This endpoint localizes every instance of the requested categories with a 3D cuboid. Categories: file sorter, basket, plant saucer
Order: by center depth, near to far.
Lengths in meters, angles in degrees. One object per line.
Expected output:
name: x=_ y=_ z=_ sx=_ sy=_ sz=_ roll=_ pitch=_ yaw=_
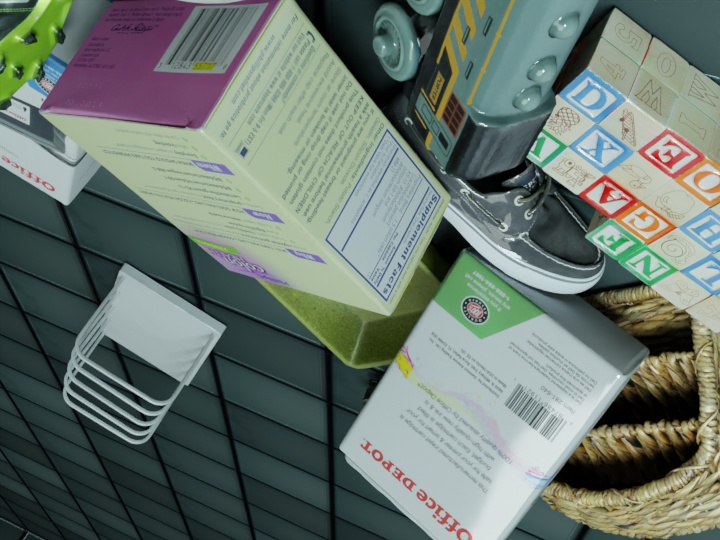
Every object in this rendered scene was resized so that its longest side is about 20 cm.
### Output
basket: x=0.200 y=0.115 z=0.732 sx=0.199 sy=0.143 sz=0.149 roll=-12 pitch=130 yaw=47
plant saucer: x=0.000 y=0.000 z=0.820 sx=0.200 sy=0.048 sz=0.199 roll=46 pitch=145 yaw=-23
file sorter: x=-0.273 y=0.112 z=1.121 sx=0.138 sy=0.125 sz=0.200 roll=33 pitch=148 yaw=-5

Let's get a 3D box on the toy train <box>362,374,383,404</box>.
toy train: x=0.063 y=0.113 z=0.928 sx=0.046 sy=0.034 sz=0.200 roll=29 pitch=150 yaw=-15

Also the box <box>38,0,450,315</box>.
box: x=-0.070 y=-0.075 z=0.605 sx=0.175 sy=0.097 sz=0.200 roll=13 pitch=157 yaw=43

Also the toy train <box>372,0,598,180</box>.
toy train: x=0.072 y=-0.141 z=0.496 sx=0.114 sy=0.085 sz=0.200 roll=61 pitch=154 yaw=23

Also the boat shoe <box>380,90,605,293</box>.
boat shoe: x=0.099 y=-0.060 z=0.647 sx=0.200 sy=0.070 sz=0.066 roll=39 pitch=149 yaw=-2

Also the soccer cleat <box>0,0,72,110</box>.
soccer cleat: x=-0.239 y=-0.196 z=0.638 sx=0.081 sy=0.201 sz=0.067 roll=37 pitch=-170 yaw=8

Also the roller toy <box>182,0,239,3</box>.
roller toy: x=-0.084 y=-0.243 z=0.462 sx=0.199 sy=0.141 sz=0.183 roll=24 pitch=155 yaw=-7

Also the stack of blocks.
stack of blocks: x=0.193 y=-0.055 z=0.578 sx=0.199 sy=0.059 sz=0.115 roll=35 pitch=148 yaw=-8

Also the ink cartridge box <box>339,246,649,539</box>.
ink cartridge box: x=0.097 y=0.101 z=0.707 sx=0.145 sy=0.084 sz=0.201 roll=39 pitch=115 yaw=19

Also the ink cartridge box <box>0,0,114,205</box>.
ink cartridge box: x=-0.276 y=-0.163 z=0.775 sx=0.144 sy=0.085 sz=0.200 roll=32 pitch=148 yaw=-5

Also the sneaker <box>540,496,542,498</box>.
sneaker: x=0.214 y=0.174 z=0.870 sx=0.085 sy=0.077 sz=0.199 roll=48 pitch=143 yaw=-20
